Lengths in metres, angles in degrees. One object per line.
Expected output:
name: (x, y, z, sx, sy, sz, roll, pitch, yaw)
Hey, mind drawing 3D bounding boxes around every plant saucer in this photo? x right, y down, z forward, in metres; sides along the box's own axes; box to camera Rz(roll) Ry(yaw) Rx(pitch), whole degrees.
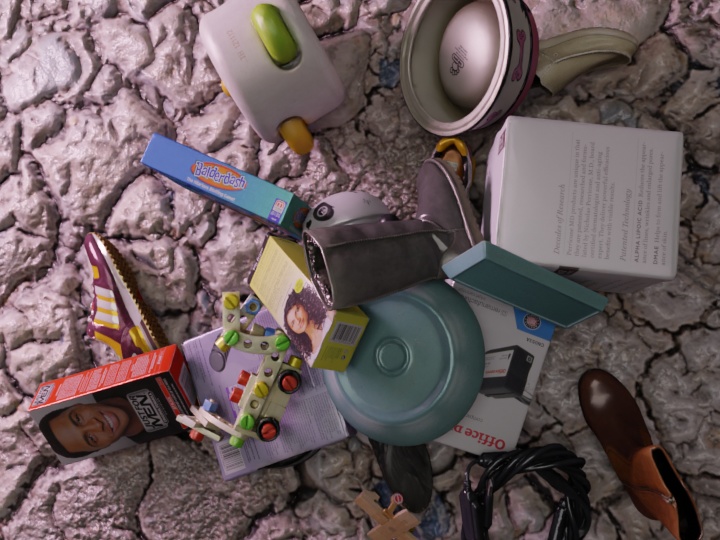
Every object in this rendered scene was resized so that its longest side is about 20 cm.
plant saucer: (0.184, 0.021, 0.925, 0.070, 0.198, 0.019, -33, 46, 44)
plant saucer: (0.040, 0.097, 0.951, 0.197, 0.036, 0.203, -2, 85, 20)

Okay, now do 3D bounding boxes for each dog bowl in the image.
dog bowl: (0.137, -0.265, 1.042, 0.199, 0.073, 0.203, 5, 96, 53)

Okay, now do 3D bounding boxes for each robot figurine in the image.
robot figurine: (-0.002, 0.001, 1.056, 0.148, 0.125, 0.202, -18, 81, 7)

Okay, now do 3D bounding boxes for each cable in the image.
cable: (0.198, 0.292, 1.002, 0.161, 0.051, 0.202, -15, 113, -9)

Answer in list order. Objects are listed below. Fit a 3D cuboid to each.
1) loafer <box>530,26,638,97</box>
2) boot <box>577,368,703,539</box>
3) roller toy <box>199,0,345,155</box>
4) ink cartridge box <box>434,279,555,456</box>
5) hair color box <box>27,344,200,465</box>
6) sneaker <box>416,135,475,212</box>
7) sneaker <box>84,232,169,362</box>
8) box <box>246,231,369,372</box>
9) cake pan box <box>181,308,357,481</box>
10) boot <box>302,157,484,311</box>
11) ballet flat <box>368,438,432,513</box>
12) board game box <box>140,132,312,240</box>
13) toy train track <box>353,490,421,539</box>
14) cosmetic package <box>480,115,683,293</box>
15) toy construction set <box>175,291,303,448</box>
loafer: (0.251, -0.258, 1.071, 0.197, 0.076, 0.069, -4, 84, 19)
boot: (0.304, 0.199, 0.941, 0.068, 0.200, 0.191, -18, 81, 7)
roller toy: (-0.115, -0.264, 1.079, 0.139, 0.201, 0.183, -30, 44, 5)
ink cartridge box: (0.136, 0.112, 1.017, 0.144, 0.084, 0.202, 20, 87, -14)
hair color box: (-0.315, 0.176, 1.101, 0.198, 0.061, 0.102, -17, 119, 8)
sneaker: (0.100, -0.077, 1.069, 0.077, 0.082, 0.203, 5, 85, 10)
sneaker: (-0.341, 0.047, 1.136, 0.089, 0.075, 0.201, -30, 79, 0)
box: (-0.067, 0.033, 0.983, 0.200, 0.050, 0.076, 43, 114, 51)
cake pan box: (-0.117, 0.154, 1.087, 0.182, 0.052, 0.202, -24, 79, 16)
boot: (0.030, -0.045, 0.947, 0.197, 0.073, 0.183, -11, 52, -14)
ballet flat: (0.039, 0.210, 1.072, 0.066, 0.057, 0.202, -22, 86, -16)
board game box: (-0.161, -0.103, 1.082, 0.198, 0.152, 0.045, 25, 88, 11)
toy train track: (0.079, 0.334, 1.039, 0.200, 0.115, 0.033, 41, 51, 0)
cosmetic package: (0.248, -0.071, 0.984, 0.197, 0.165, 0.167, 5, 83, 2)
toy construction set: (-0.144, 0.134, 1.023, 0.130, 0.092, 0.202, 24, 103, -10)
